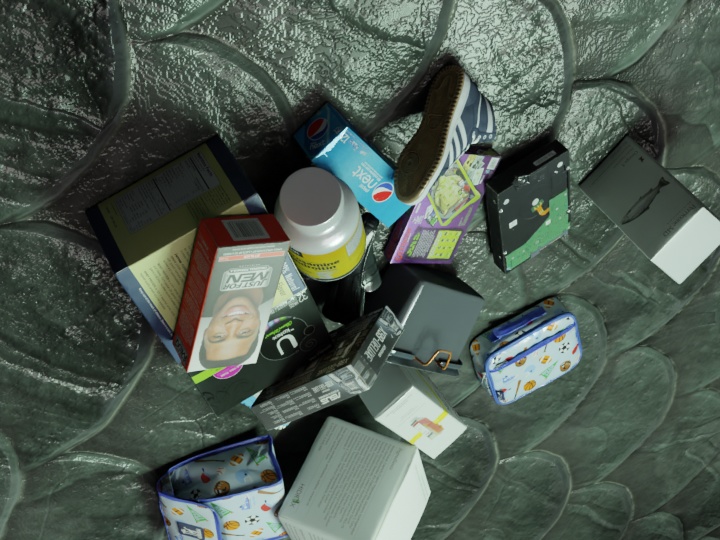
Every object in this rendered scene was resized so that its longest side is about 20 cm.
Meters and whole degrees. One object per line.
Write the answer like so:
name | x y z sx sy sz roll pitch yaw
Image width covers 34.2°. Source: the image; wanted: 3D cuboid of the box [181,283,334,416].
box | -0.165 0.079 1.655 0.200 0.124 0.149 -31 139 -7

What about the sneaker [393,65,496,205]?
sneaker | 0.122 -0.170 1.614 0.108 0.070 0.200 29 81 -50

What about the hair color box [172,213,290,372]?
hair color box | -0.162 0.029 1.450 0.101 0.061 0.200 -6 132 -30

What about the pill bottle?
pill bottle | -0.054 -0.064 1.555 0.112 0.112 0.200 -32 163 -4

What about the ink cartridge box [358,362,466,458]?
ink cartridge box | 0.069 0.203 1.914 0.083 0.145 0.200 -42 139 5

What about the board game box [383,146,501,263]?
board game box | 0.122 -0.097 1.755 0.120 0.032 0.200 -2 128 -38

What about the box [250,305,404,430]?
box | -0.048 0.142 1.708 0.200 0.158 0.050 -26 108 32

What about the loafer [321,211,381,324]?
loafer | 0.000 0.000 1.723 0.070 0.068 0.201 20 128 1

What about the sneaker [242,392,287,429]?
sneaker | -0.147 0.175 1.800 0.087 0.075 0.200 -44 139 1

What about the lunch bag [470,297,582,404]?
lunch bag | 0.290 0.143 2.060 0.200 0.076 0.160 -29 137 -9

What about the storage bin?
storage bin | 0.100 0.073 1.828 0.200 0.146 0.135 15 109 -42

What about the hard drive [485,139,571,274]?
hard drive | 0.264 -0.097 1.826 0.140 0.038 0.200 -32 143 -13

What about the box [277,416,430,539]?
box | -0.005 0.388 1.944 0.200 0.171 0.199 -61 156 -26

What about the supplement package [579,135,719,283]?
supplement package | 0.465 -0.097 1.854 0.117 0.200 0.117 -47 138 13

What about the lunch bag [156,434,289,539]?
lunch bag | -0.223 0.379 1.904 0.199 0.124 0.170 -12 135 -10

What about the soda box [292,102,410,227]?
soda box | -0.002 -0.142 1.601 0.068 0.064 0.200 -43 138 8

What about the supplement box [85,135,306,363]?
supplement box | -0.210 -0.026 1.516 0.199 0.134 0.200 -31 139 -5
